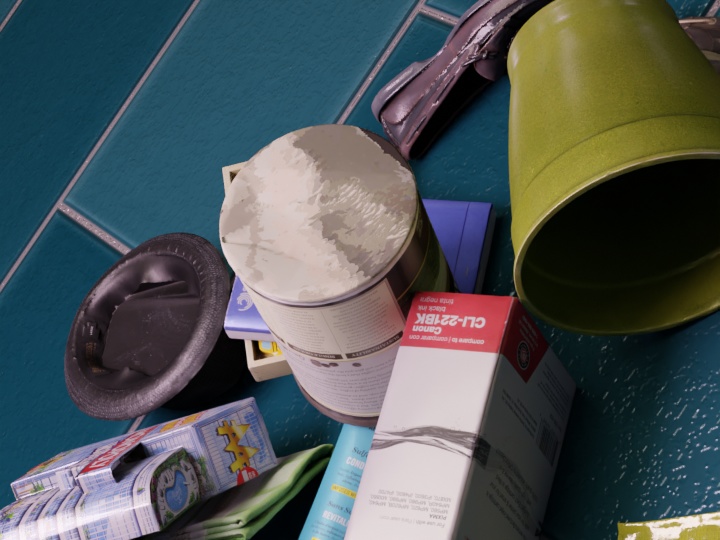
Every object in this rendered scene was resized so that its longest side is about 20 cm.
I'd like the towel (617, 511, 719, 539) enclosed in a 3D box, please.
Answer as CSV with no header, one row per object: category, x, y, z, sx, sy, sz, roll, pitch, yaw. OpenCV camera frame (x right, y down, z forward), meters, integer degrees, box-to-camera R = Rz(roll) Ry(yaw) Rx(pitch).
towel,0.247,0.193,1.347,0.199,0.018,0.086,-14,52,40

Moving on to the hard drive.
hard drive,0.000,0.000,1.668,0.199,0.025,0.132,4,62,17

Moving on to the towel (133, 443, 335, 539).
towel,-0.131,0.190,1.663,0.199,0.031,0.149,-19,13,35

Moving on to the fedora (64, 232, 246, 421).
fedora,-0.165,0.063,1.806,0.200,0.092,0.201,-26,46,30

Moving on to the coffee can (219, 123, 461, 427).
coffee can,-0.007,0.007,1.530,0.146,0.200,0.147,-7,59,12

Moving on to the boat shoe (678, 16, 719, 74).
boat shoe,0.213,-0.159,1.614,0.199,0.075,0.074,3,54,37

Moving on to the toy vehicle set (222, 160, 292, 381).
toy vehicle set,-0.042,-0.012,1.718,0.124,0.027,0.201,-14,58,6

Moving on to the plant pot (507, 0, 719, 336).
plant pot,0.184,-0.091,1.457,0.200,0.200,0.194,-32,51,25

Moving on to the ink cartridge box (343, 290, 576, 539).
ink cartridge box,0.073,0.136,1.453,0.083,0.144,0.201,3,63,27

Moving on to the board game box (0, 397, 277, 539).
board game box,-0.176,0.164,1.616,0.199,0.062,0.200,-19,3,15

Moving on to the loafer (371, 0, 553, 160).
loafer,0.096,-0.168,1.746,0.200,0.072,0.063,-39,60,27

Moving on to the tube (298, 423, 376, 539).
tube,0.005,0.156,1.594,0.050,0.077,0.201,113,-178,-76
